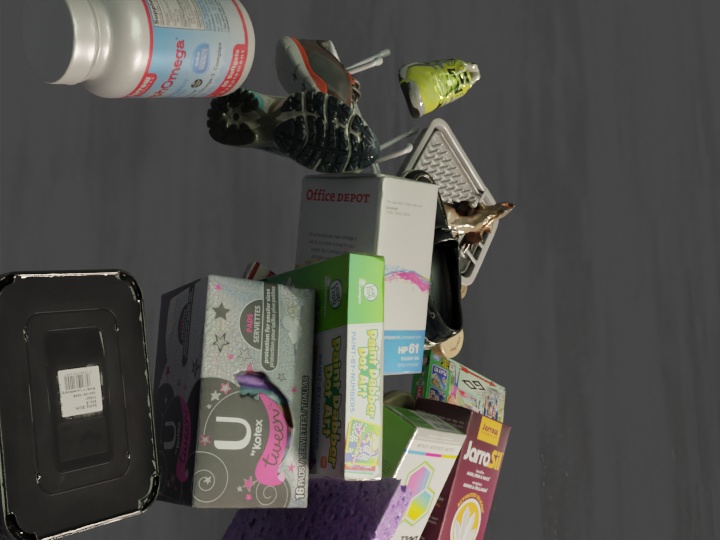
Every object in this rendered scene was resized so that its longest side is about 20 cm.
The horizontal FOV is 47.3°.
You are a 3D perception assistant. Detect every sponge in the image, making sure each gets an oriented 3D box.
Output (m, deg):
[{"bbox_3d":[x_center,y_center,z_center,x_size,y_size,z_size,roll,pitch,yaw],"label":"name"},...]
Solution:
[{"bbox_3d":[-0.052,0.251,0.788,0.030,0.200,0.112,54,45,-26],"label":"sponge"}]

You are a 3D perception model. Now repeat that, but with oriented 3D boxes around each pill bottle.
[{"bbox_3d":[-0.204,-0.216,0.770,0.200,0.109,0.109,-16,95,-50],"label":"pill bottle"}]

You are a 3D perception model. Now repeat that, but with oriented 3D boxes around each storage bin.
[{"bbox_3d":[-0.250,0.104,0.663,0.135,0.094,0.200,-2,85,-50],"label":"storage bin"}]

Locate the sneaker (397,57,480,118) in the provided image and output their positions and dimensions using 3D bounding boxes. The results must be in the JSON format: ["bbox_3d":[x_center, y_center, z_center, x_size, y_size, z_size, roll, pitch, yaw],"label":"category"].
[{"bbox_3d":[0.111,-0.269,1.161,0.200,0.076,0.075,-49,122,-58],"label":"sneaker"}]

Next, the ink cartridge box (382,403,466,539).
[{"bbox_3d":[0.033,0.258,0.934,0.104,0.059,0.200,22,95,-48],"label":"ink cartridge box"}]

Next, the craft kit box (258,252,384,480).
[{"bbox_3d":[-0.046,0.096,0.801,0.048,0.197,0.200,8,77,-34],"label":"craft kit box"}]

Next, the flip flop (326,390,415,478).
[{"bbox_3d":[0.021,0.202,0.989,0.200,0.058,0.081,-20,115,-54],"label":"flip flop"}]

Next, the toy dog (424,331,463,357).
[{"bbox_3d":[0.061,0.035,1.035,0.096,0.132,0.200,-67,153,-23],"label":"toy dog"}]

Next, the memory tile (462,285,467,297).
[{"bbox_3d":[0.102,-0.031,1.177,0.200,0.017,0.153,51,47,-31],"label":"memory tile"}]

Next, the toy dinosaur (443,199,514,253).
[{"bbox_3d":[0.079,-0.063,1.030,0.136,0.200,0.086,-45,152,-63],"label":"toy dinosaur"}]

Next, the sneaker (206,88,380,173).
[{"bbox_3d":[-0.060,-0.151,0.871,0.086,0.200,0.078,-2,109,-63],"label":"sneaker"}]

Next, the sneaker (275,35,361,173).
[{"bbox_3d":[-0.027,-0.198,0.941,0.082,0.077,0.200,-16,66,-24],"label":"sneaker"}]

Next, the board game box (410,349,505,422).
[{"bbox_3d":[0.138,0.205,1.164,0.200,0.029,0.135,30,60,-44],"label":"board game box"}]

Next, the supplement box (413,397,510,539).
[{"bbox_3d":[0.106,0.273,1.033,0.110,0.086,0.200,29,74,-48],"label":"supplement box"}]

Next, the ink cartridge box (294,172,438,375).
[{"bbox_3d":[0.000,0.000,0.874,0.085,0.144,0.200,2,94,-38],"label":"ink cartridge box"}]

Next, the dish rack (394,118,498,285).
[{"bbox_3d":[0.116,-0.094,1.159,0.200,0.044,0.172,54,47,-29],"label":"dish rack"}]

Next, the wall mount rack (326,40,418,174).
[{"bbox_3d":[0.023,-0.216,1.080,0.174,0.074,0.200,-80,151,-72],"label":"wall mount rack"}]

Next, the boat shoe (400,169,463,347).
[{"bbox_3d":[0.080,-0.018,0.899,0.074,0.066,0.200,7,78,-32],"label":"boat shoe"}]

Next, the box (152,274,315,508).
[{"bbox_3d":[-0.122,0.115,0.767,0.115,0.132,0.200,9,76,-31],"label":"box"}]

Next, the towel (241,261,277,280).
[{"bbox_3d":[-0.083,0.101,0.923,0.200,0.023,0.144,45,53,-34],"label":"towel"}]
